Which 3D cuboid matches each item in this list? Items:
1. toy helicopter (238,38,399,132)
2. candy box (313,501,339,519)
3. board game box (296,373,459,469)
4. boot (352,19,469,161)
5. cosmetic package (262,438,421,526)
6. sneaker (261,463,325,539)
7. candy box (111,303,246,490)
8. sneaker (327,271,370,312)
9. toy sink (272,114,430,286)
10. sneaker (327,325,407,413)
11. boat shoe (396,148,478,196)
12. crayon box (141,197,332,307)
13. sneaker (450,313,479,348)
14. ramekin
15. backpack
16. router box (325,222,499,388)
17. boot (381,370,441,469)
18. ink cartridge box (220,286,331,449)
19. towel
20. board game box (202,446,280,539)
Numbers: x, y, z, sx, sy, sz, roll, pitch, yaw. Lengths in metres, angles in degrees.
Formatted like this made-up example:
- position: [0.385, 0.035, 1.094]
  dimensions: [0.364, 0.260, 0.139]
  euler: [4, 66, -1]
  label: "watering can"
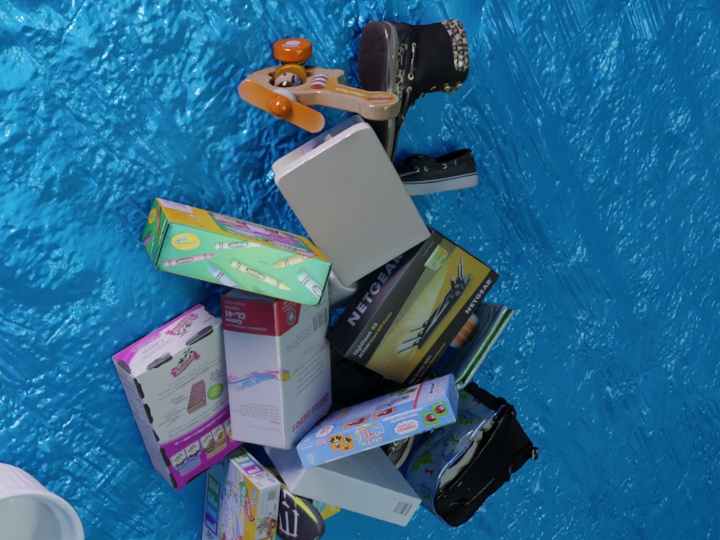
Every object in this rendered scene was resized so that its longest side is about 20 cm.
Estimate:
- position: [-0.048, -0.203, 1.271]
  dimensions: [0.132, 0.200, 0.079]
  euler: [-36, 134, -47]
  label: "toy helicopter"
- position: [-0.077, 0.294, 1.633]
  dimensions: [0.102, 0.026, 0.200]
  euler: [-23, 125, -35]
  label: "candy box"
- position: [0.027, 0.192, 1.428]
  dimensions: [0.200, 0.151, 0.037]
  euler: [-18, 94, 9]
  label: "board game box"
- position: [0.067, -0.233, 1.449]
  dimensions: [0.150, 0.073, 0.200]
  euler: [-18, 119, -37]
  label: "boot"
- position: [-0.032, 0.269, 1.521]
  dimensions: [0.200, 0.151, 0.052]
  euler: [24, 103, -32]
  label: "cosmetic package"
- position: [-0.091, 0.304, 1.493]
  dimensions: [0.081, 0.200, 0.074]
  euler: [-7, 108, -27]
  label: "sneaker"
- position: [-0.219, 0.162, 1.405]
  dimensions: [0.136, 0.061, 0.200]
  euler: [-32, 131, -28]
  label: "candy box"
- position: [0.000, 0.000, 1.529]
  dimensions: [0.200, 0.078, 0.099]
  euler: [-25, 162, -47]
  label: "sneaker"
- position: [-0.022, -0.103, 1.353]
  dimensions: [0.130, 0.112, 0.200]
  euler: [-32, 132, 2]
  label: "toy sink"
- position: [-0.005, 0.143, 1.536]
  dimensions: [0.199, 0.076, 0.114]
  euler: [8, 103, -1]
  label: "sneaker"
- position: [0.084, -0.135, 1.537]
  dimensions: [0.200, 0.069, 0.057]
  euler: [-11, 99, -41]
  label: "boat shoe"
- position: [-0.145, -0.022, 1.287]
  dimensions: [0.200, 0.119, 0.058]
  euler: [15, 101, -21]
  label: "crayon box"
- position: [0.086, 0.036, 1.586]
  dimensions: [0.078, 0.112, 0.200]
  euler: [-45, 139, -3]
  label: "sneaker"
- position: [-0.429, 0.319, 1.267]
  dimensions: [0.200, 0.098, 0.201]
  euler: [-22, 125, -34]
  label: "ramekin"
- position: [0.155, 0.294, 1.761]
  dimensions: [0.200, 0.147, 0.183]
  euler: [-49, 137, -14]
  label: "backpack"
- position: [0.071, 0.047, 1.464]
  dimensions: [0.157, 0.052, 0.200]
  euler: [29, 98, -43]
  label: "router box"
- position: [0.024, 0.217, 1.654]
  dimensions: [0.151, 0.073, 0.200]
  euler: [30, 95, -43]
  label: "boot"
- position: [-0.104, 0.106, 1.412]
  dimensions: [0.148, 0.086, 0.200]
  euler: [-36, 130, -61]
  label: "ink cartridge box"
- position: [0.170, 0.113, 1.677]
  dimensions: [0.023, 0.200, 0.153]
  euler: [32, 88, -2]
  label: "towel"
- position: [-0.165, 0.342, 1.497]
  dimensions: [0.034, 0.134, 0.200]
  euler: [-10, 117, -35]
  label: "board game box"
